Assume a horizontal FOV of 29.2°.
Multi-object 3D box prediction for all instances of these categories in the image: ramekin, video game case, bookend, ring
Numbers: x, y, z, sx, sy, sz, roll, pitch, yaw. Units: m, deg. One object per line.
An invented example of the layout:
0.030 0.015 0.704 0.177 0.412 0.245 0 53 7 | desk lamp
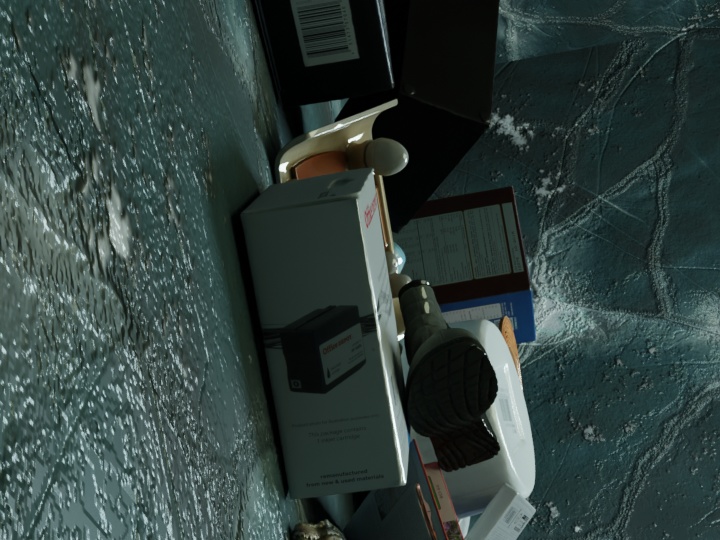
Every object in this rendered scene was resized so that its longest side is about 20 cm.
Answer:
0.102 0.143 1.352 0.200 0.097 0.201 -15 90 -76 | ramekin
0.086 0.285 1.246 0.200 0.018 0.143 -54 160 -5 | video game case
0.046 -0.176 1.335 0.200 0.092 0.199 130 -27 -52 | bookend
0.164 0.152 1.547 0.200 0.019 0.201 -6 90 -78 | ring

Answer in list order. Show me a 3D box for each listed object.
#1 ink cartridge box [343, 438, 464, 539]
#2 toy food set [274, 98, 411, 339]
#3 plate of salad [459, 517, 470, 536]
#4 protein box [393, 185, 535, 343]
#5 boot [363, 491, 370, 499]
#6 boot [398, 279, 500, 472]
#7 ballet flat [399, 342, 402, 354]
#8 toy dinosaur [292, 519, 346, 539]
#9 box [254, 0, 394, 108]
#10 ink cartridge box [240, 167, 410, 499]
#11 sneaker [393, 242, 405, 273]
0.046 0.213 1.075 0.200 0.050 0.109 118 -41 -55 | ink cartridge box
0.005 -0.032 1.161 0.143 0.060 0.201 -30 113 -53 | toy food set
0.097 0.358 1.517 0.200 0.048 0.201 16 90 -78 | plate of salad
0.103 0.012 1.687 0.199 0.199 0.135 67 15 -68 | protein box
0.041 0.237 1.338 0.165 0.065 0.201 40 34 -63 | boot
0.053 0.061 1.042 0.200 0.068 0.131 75 -3 -60 | boot
-0.003 0.037 1.079 0.068 0.072 0.201 -21 109 -39 | ballet flat
0.004 0.257 0.958 0.088 0.047 0.200 -111 -176 -55 | toy dinosaur
-0.034 -0.264 1.233 0.200 0.104 0.148 -93 172 -53 | box
-0.020 0.039 0.973 0.145 0.083 0.201 -69 151 -78 | ink cartridge box
0.000 0.000 1.262 0.200 0.082 0.074 -93 171 -48 | sneaker
